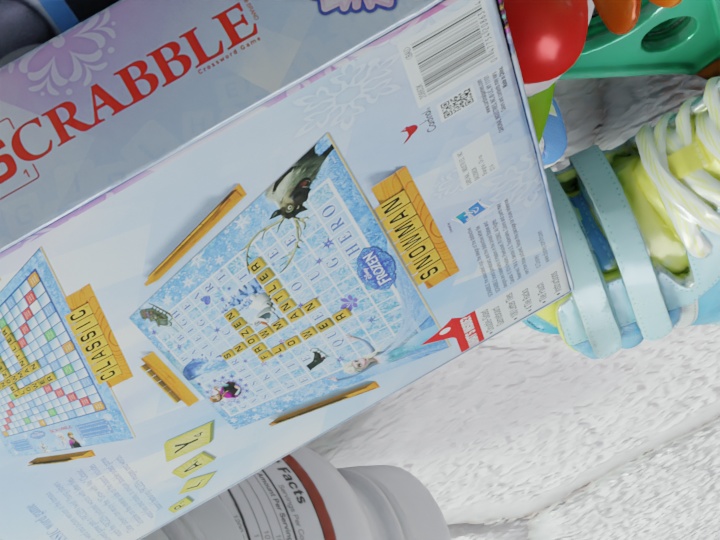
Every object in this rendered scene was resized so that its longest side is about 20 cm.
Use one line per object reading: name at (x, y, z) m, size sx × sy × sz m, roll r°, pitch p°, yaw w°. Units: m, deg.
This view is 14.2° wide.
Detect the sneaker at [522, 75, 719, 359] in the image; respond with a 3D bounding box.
sneaker at (0.111, -0.029, 0.941) m, size 0.130 × 0.080 × 0.200 m, roll -14°, pitch 154°, yaw -15°

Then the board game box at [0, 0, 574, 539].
board game box at (-0.050, 0.004, 0.697) m, size 0.199 × 0.041 × 0.200 m, roll -30°, pitch 157°, yaw -3°

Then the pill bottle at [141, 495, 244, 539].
pill bottle at (-0.118, 0.127, 0.911) m, size 0.112 × 0.112 × 0.200 m, roll -38°, pitch 176°, yaw 32°

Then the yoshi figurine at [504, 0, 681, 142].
yoshi figurine at (0.037, -0.113, 0.770) m, size 0.113 × 0.112 × 0.200 m, roll -59°, pitch -171°, yaw -28°

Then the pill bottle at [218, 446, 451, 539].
pill bottle at (-0.066, 0.123, 1.111) m, size 0.199 × 0.113 × 0.112 m, roll -1°, pitch 149°, yaw -36°

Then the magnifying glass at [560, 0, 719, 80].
magnifying glass at (0.104, -0.079, 0.948) m, size 0.079 × 0.022 × 0.200 m, roll -35°, pitch 153°, yaw 27°

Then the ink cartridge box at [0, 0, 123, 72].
ink cartridge box at (-0.122, -0.097, 0.577) m, size 0.198 × 0.043 × 0.200 m, roll -32°, pitch 138°, yaw 2°

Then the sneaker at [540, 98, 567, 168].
sneaker at (0.000, 0.000, 0.952) m, size 0.077 × 0.076 × 0.200 m, roll 1°, pitch 150°, yaw -26°
